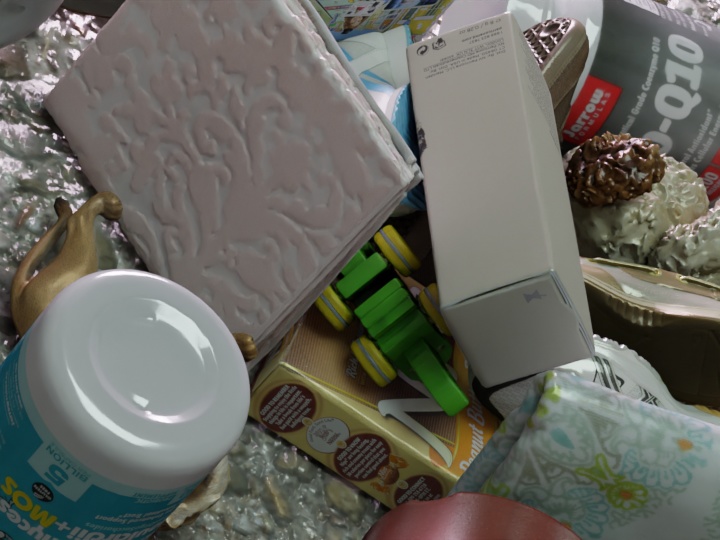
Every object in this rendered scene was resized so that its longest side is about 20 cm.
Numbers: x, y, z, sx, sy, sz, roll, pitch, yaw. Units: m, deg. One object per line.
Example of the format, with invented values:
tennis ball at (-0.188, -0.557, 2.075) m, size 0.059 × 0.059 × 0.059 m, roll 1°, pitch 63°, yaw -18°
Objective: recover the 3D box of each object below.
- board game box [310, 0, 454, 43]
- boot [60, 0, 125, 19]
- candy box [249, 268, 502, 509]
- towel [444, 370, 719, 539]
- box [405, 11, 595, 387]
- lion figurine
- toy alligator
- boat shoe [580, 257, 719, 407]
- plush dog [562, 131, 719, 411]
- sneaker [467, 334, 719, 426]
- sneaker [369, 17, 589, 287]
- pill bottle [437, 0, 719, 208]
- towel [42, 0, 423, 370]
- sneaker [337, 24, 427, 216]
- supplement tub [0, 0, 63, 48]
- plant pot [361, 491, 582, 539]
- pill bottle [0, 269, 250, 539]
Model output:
board game box at (-0.028, -0.160, 1.741) m, size 0.200 × 0.135 × 0.029 m, roll -10°, pitch 64°, yaw -38°
boot at (-0.104, -0.183, 1.763) m, size 0.199 × 0.075 × 0.074 m, roll -8°, pitch 87°, yaw -19°
candy box at (0.041, 0.081, 1.669) m, size 0.200 × 0.055 × 0.116 m, roll 34°, pitch 44°, yaw -10°
towel at (0.128, 0.148, 1.583) m, size 0.171 × 0.200 × 0.048 m, roll 17°, pitch 39°, yaw -21°
box at (0.076, -0.041, 1.618) m, size 0.082 × 0.068 × 0.200 m, roll 60°, pitch 18°, yaw -45°
lion figurine at (-0.133, 0.049, 1.576) m, size 0.200 × 0.073 × 0.122 m, roll 41°, pitch 51°, yaw 18°
toy alligator at (0.000, 0.000, 1.629) m, size 0.200 × 0.059 × 0.054 m, roll 53°, pitch 4°, yaw 14°
boat shoe at (0.143, 0.030, 1.684) m, size 0.199 × 0.074 × 0.066 m, roll 16°, pitch 22°, yaw -2°
plush dog at (0.181, -0.009, 1.773) m, size 0.172 × 0.200 × 0.161 m, roll 36°, pitch 75°, yaw 5°
sneaker at (0.148, 0.103, 1.636) m, size 0.200 × 0.076 × 0.088 m, roll 26°, pitch 49°, yaw -19°
sneaker at (0.081, -0.059, 1.752) m, size 0.076 × 0.070 × 0.200 m, roll 43°, pitch 79°, yaw -28°
pill bottle at (0.155, -0.122, 1.852) m, size 0.200 × 0.114 × 0.114 m, roll 19°, pitch 50°, yaw -22°
towel at (-0.072, -0.071, 1.605) m, size 0.032 × 0.191 × 0.200 m, roll -14°, pitch 65°, yaw -50°
sneaker at (0.001, -0.079, 1.701) m, size 0.200 × 0.081 × 0.077 m, roll -92°, pitch 167°, yaw -68°
supplement tub at (-0.241, -0.235, 1.642) m, size 0.144 × 0.144 × 0.200 m, roll 8°, pitch 55°, yaw -30°
plant pot at (0.044, 0.229, 1.483) m, size 0.201 × 0.201 × 0.195 m, roll 35°, pitch 37°, yaw -9°
pill bottle at (-0.143, 0.093, 1.434) m, size 0.111 × 0.200 × 0.111 m, roll 17°, pitch 51°, yaw -22°
